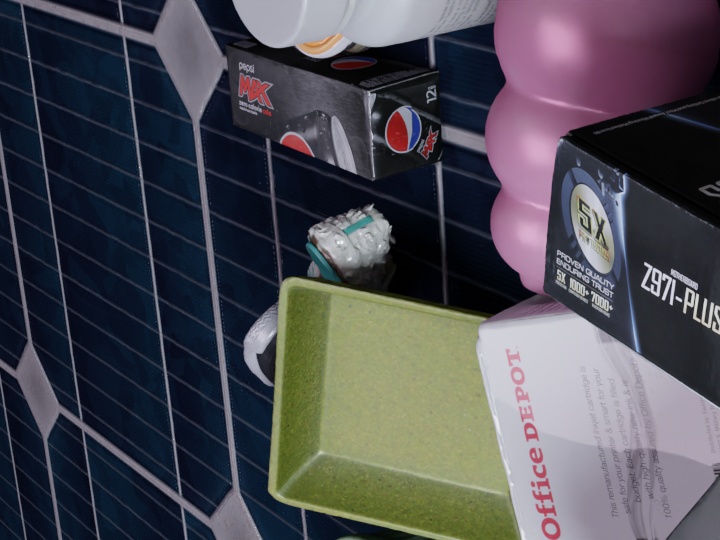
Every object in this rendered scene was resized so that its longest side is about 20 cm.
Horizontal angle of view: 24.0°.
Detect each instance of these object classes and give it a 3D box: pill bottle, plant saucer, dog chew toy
[{"bbox_3d":[0.027,-0.193,0.999,0.114,0.200,0.114,33,131,48],"label":"pill bottle"},{"bbox_3d":[0.040,0.094,1.194,0.200,0.048,0.200,12,124,10],"label":"plant saucer"},{"bbox_3d":[0.124,-0.084,0.940,0.125,0.124,0.200,30,112,50],"label":"dog chew toy"}]

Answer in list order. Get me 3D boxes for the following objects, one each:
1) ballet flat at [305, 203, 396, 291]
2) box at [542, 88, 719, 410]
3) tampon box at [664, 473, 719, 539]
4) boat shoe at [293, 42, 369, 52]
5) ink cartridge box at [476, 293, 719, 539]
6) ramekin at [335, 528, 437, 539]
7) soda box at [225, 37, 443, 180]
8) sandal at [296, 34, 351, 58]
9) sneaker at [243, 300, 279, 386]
[{"bbox_3d":[0.000,0.000,1.265,0.200,0.072,0.072,94,152,-76],"label":"ballet flat"},{"bbox_3d":[0.212,-0.017,0.780,0.164,0.200,0.086,38,135,45],"label":"box"},{"bbox_3d":[0.193,0.184,0.779,0.126,0.150,0.200,47,111,28],"label":"tampon box"},{"bbox_3d":[-0.038,-0.250,1.204,0.074,0.073,0.200,-8,98,59],"label":"boat shoe"},{"bbox_3d":[0.180,0.078,0.928,0.200,0.084,0.145,-9,99,35],"label":"ink cartridge box"},{"bbox_3d":[0.058,0.282,1.287,0.200,0.098,0.200,34,133,48],"label":"ramekin"},{"bbox_3d":[-0.023,-0.125,1.252,0.200,0.063,0.071,26,126,53],"label":"soda box"},{"bbox_3d":[0.001,-0.222,1.115,0.079,0.059,0.207,45,121,20],"label":"sandal"},{"bbox_3d":[-0.013,0.092,1.288,0.114,0.075,0.200,41,173,27],"label":"sneaker"}]
